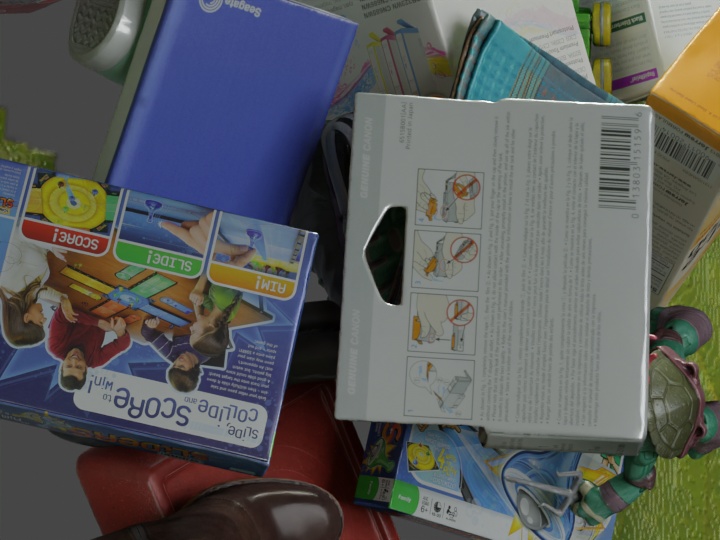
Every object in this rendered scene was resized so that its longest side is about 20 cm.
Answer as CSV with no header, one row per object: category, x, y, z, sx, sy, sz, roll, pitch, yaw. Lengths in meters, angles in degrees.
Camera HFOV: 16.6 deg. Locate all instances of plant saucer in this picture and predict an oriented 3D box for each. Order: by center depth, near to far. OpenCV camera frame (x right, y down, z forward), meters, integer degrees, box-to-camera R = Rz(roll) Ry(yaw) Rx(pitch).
plant saucer,-0.052,0.160,1.468,0.200,0.037,0.200,-29,102,-41

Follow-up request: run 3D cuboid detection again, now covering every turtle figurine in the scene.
turtle figurine,0.162,0.083,1.488,0.200,0.101,0.150,-14,108,-58

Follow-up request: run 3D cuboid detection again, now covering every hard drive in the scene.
hard drive,-0.088,-0.067,1.430,0.132,0.025,0.200,14,99,-39

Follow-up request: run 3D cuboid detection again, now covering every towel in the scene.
towel,0.093,-0.037,1.482,0.147,0.022,0.200,30,70,-39

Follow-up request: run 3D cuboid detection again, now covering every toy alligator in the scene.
toy alligator,0.143,-0.119,1.692,0.054,0.059,0.200,51,39,-78

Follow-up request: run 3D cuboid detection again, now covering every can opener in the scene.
can opener,-0.094,0.060,1.434,0.200,0.067,0.053,-5,45,-37

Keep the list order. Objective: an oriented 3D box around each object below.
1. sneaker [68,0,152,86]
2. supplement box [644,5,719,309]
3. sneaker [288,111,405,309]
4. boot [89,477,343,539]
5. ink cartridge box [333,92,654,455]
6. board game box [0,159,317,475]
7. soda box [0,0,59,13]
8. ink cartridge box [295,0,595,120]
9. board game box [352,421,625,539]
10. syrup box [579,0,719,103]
sneaker,-0.100,-0.186,1.473,0.118,0.074,0.201,31,63,-38
supplement box,0.222,-0.072,1.650,0.074,0.200,0.126,33,54,10
sneaker,0.000,0.000,1.518,0.074,0.088,0.200,-22,105,-42
boot,-0.079,0.163,1.319,0.200,0.166,0.072,-12,95,-20
ink cartridge box,0.077,0.001,1.401,0.173,0.044,0.200,3,73,2
board game box,-0.135,0.024,1.345,0.200,0.034,0.135,14,72,-4
soda box,-0.207,-0.248,1.387,0.063,0.070,0.200,-7,86,-43
ink cartridge box,0.056,-0.129,1.560,0.125,0.129,0.200,-20,95,-42
board game box,0.089,0.101,1.519,0.200,0.034,0.135,21,77,-42
syrup box,0.192,-0.220,1.733,0.079,0.081,0.200,-12,90,-41
